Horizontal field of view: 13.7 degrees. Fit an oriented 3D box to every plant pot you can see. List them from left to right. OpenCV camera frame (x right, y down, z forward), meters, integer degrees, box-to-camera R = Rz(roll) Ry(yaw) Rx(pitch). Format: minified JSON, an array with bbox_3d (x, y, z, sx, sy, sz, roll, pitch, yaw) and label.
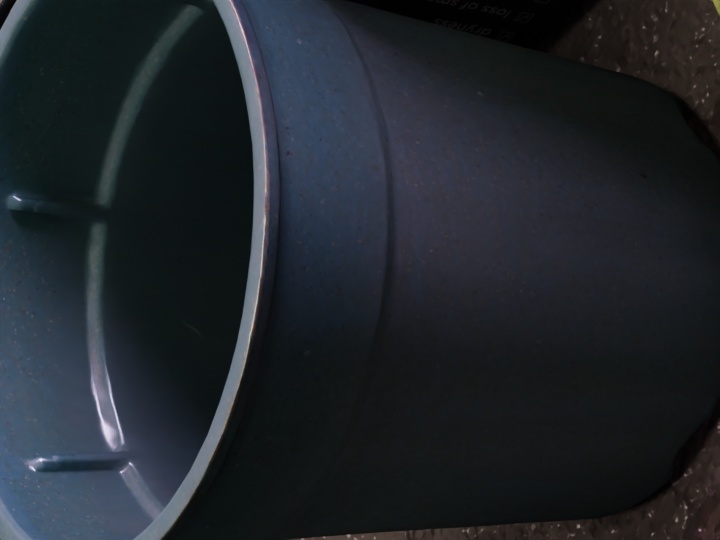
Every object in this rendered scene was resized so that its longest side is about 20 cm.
[{"bbox_3d":[0.000,0.000,0.941,0.200,0.196,0.201,-11,77,56],"label":"plant pot"}]

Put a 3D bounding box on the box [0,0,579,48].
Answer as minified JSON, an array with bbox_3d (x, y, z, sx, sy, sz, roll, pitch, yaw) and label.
[{"bbox_3d":[-0.027,-0.140,1.003,0.197,0.200,0.124,-44,48,44],"label":"box"}]

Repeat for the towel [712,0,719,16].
[{"bbox_3d":[0.156,-0.151,0.823,0.200,0.023,0.144,-50,31,23],"label":"towel"}]
